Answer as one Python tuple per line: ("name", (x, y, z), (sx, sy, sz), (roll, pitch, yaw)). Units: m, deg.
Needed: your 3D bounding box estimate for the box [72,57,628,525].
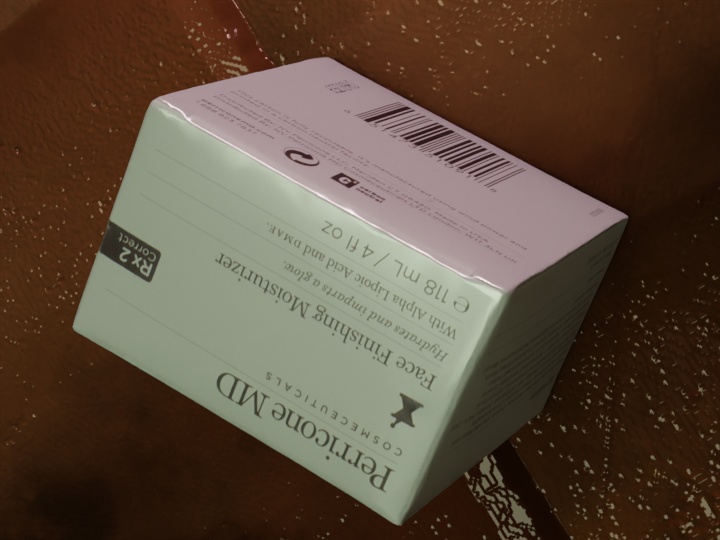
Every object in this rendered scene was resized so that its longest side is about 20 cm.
("box", (0.000, 0.000, 0.972), (0.198, 0.200, 0.131), (29, 112, 16))
